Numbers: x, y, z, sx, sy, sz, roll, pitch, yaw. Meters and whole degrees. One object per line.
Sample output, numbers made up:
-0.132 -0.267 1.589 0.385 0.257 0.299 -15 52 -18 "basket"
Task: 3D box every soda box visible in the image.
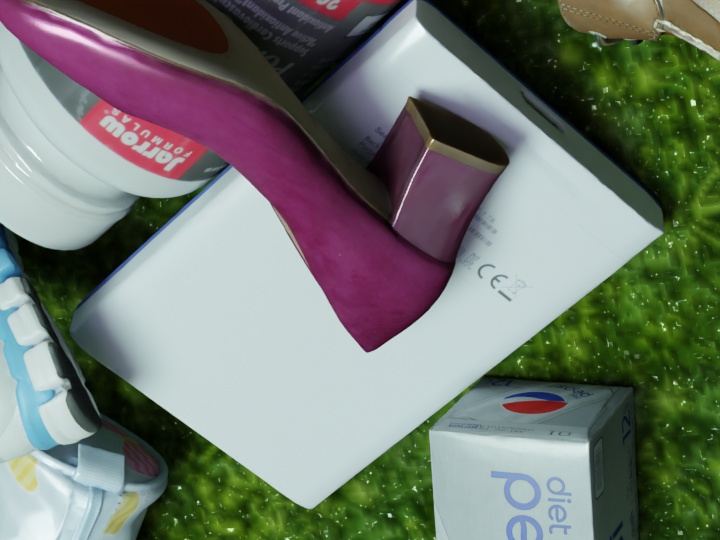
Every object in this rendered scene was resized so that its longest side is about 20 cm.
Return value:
0.073 0.148 0.876 0.068 0.063 0.202 3 108 22 "soda box"

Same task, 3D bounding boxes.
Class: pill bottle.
-0.068 -0.098 0.830 0.200 0.111 0.111 -41 89 28 "pill bottle"

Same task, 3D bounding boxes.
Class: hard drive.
0.000 0.000 0.852 0.132 0.025 0.200 38 120 -22 "hard drive"

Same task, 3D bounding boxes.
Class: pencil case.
-0.155 0.152 0.940 0.083 0.091 0.201 24 101 -8 "pencil case"

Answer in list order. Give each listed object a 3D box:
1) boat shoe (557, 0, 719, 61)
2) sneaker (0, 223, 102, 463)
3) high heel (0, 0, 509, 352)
0.103 -0.114 0.781 0.200 0.072 0.068 45 122 15 "boat shoe"
-0.178 0.001 0.878 0.086 0.075 0.201 -27 52 -3 "sneaker"
-0.049 -0.033 0.763 0.199 0.068 0.097 23 115 -21 "high heel"
